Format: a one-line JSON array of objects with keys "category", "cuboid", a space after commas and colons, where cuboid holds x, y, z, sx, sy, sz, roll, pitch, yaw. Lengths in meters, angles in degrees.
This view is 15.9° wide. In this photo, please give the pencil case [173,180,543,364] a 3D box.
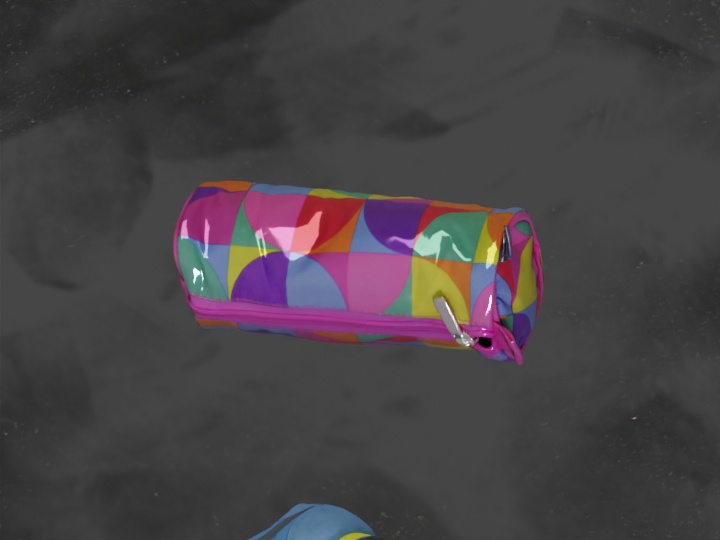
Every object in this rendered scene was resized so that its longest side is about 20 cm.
[{"category": "pencil case", "cuboid": [0.000, 0.000, 1.367, 0.199, 0.089, 0.089, 6, 49, 22]}]

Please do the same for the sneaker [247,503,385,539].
[{"category": "sneaker", "cuboid": [-0.071, 0.185, 1.227, 0.200, 0.066, 0.078, -41, 39, -24]}]
